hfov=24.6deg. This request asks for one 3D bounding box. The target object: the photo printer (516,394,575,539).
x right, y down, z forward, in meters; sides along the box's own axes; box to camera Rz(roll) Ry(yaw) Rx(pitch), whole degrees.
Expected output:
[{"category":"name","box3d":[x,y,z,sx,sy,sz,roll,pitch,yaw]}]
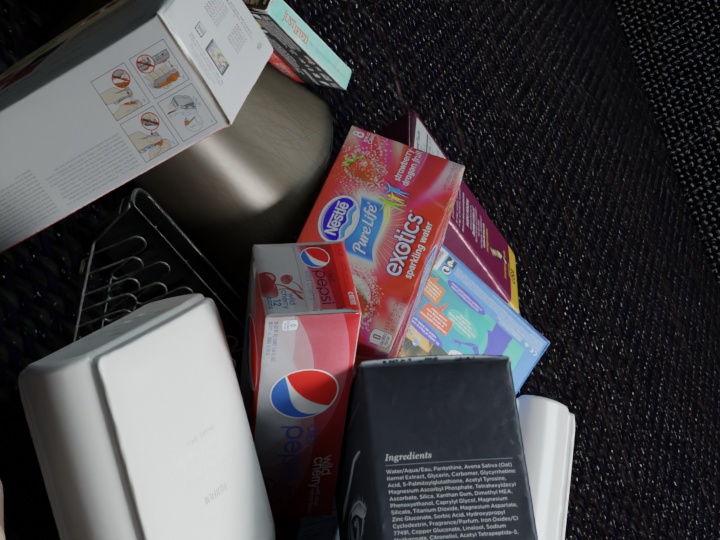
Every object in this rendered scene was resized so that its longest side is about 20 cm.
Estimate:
[{"category":"photo printer","box3d":[0.117,0.225,1.367,0.069,0.167,0.202,15,60,-9]}]

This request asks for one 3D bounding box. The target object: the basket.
[{"category":"basket","box3d":[-0.136,-0.117,1.250,0.200,0.135,0.182,38,53,-38]}]

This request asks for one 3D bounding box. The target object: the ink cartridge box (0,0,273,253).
[{"category":"ink cartridge box","box3d":[-0.164,-0.116,1.072,0.084,0.199,0.176,56,23,-18]}]

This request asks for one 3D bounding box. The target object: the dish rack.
[{"category":"dish rack","box3d":[-0.138,0.059,1.136,0.154,0.054,0.201,49,25,-31]}]

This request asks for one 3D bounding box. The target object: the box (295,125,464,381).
[{"category":"box","box3d":[0.000,0.000,1.256,0.096,0.099,0.201,103,9,-51]}]

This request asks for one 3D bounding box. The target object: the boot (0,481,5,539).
[{"category":"boot","box3d":[-0.237,0.123,0.803,0.200,0.070,0.147,49,27,-33]}]

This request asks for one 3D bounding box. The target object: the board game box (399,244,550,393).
[{"category":"board game box","box3d":[0.045,0.081,1.322,0.152,0.045,0.200,42,53,-4]}]

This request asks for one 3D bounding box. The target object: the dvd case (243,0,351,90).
[{"category":"dvd case","box3d":[-0.121,-0.194,1.300,0.146,0.198,0.022,37,69,-60]}]

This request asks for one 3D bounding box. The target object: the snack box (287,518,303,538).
[{"category":"snack box","box3d":[-0.004,0.238,1.268,0.201,0.024,0.072,65,28,-2]}]

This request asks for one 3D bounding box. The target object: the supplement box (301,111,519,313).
[{"category":"supplement box","box3d":[0.050,-0.028,1.583,0.200,0.130,0.104,51,23,-27]}]

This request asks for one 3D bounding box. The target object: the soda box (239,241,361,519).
[{"category":"soda box","box3d":[-0.044,0.077,1.091,0.070,0.063,0.201,-105,-164,-45]}]

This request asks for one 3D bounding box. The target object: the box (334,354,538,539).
[{"category":"box","box3d":[0.047,0.174,1.071,0.148,0.103,0.202,110,-24,-64]}]

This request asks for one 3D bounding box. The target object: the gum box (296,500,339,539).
[{"category":"gum box","box3d":[0.005,0.275,1.185,0.170,0.044,0.201,52,34,-26]}]

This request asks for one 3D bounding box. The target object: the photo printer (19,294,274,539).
[{"category":"photo printer","box3d":[-0.120,0.131,0.998,0.166,0.069,0.202,-30,108,-66]}]
